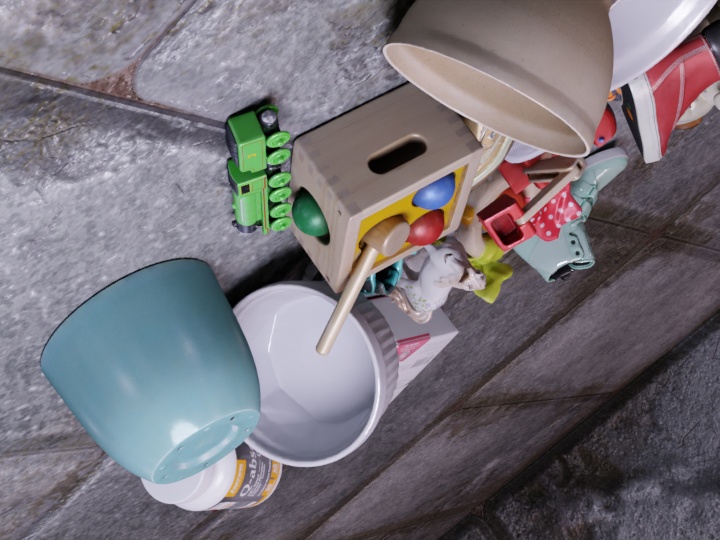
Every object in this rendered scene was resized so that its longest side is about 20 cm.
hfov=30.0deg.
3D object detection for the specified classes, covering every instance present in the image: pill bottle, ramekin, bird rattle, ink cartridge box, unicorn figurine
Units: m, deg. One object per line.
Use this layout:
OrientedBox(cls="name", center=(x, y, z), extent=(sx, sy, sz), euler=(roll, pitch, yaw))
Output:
OrientedBox(cls="pill bottle", center=(-0.191, 0.249, 1.722), extent=(0.116, 0.117, 0.200), euler=(-40, 160, 13))
OrientedBox(cls="ramekin", center=(-0.051, 0.105, 1.469), extent=(0.200, 0.200, 0.105), euler=(-44, 171, 23))
OrientedBox(cls="bird rattle", center=(0.184, -0.064, 1.662), extent=(0.200, 0.113, 0.163), euler=(-36, 144, -8))
OrientedBox(cls="ink cartridge box", center=(0.014, 0.123, 1.818), extent=(0.145, 0.085, 0.200), euler=(-9, 145, -51))
OrientedBox(cls="ramekin", center=(0.248, -0.269, 1.294), extent=(0.200, 0.098, 0.201), euler=(-30, 159, -13))
OrientedBox(cls="unicorn figurine", center=(0.087, -0.005, 1.565), extent=(0.074, 0.138, 0.200), euler=(-27, 158, -21))

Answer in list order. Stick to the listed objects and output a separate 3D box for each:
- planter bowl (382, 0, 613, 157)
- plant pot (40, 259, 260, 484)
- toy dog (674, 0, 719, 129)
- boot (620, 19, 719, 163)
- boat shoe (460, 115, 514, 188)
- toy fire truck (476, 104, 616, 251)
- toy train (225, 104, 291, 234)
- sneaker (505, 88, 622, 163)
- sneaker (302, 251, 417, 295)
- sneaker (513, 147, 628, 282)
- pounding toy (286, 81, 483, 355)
OrientedBox(cls="planter bowl", center=(0.138, -0.203, 1.162), extent=(0.135, 0.200, 0.200), euler=(-62, 159, -3))
OrientedBox(cls="plant pot", center=(-0.193, 0.114, 1.346), extent=(0.200, 0.161, 0.201), euler=(-31, 159, -13))
OrientedBox(cls="toy dog", center=(0.401, -0.254, 1.555), extent=(0.200, 0.139, 0.194), euler=(-42, -156, 18))
OrientedBox(cls="boot", center=(0.358, -0.194, 1.461), extent=(0.144, 0.073, 0.200), euler=(-24, 157, 4))
OrientedBox(cls="boat shoe", center=(0.129, -0.163, 1.404), extent=(0.200, 0.072, 0.076), euler=(-50, 144, 14))
OrientedBox(cls="toy fire truck", center=(0.214, -0.118, 1.525), extent=(0.200, 0.049, 0.141), euler=(-36, -155, 5))
OrientedBox(cls="toy train", center=(-0.095, -0.086, 1.238), extent=(0.056, 0.042, 0.200), euler=(-20, 157, -12))
OrientedBox(cls="sneaker", center=(0.241, -0.191, 1.487), extent=(0.200, 0.078, 0.112), euler=(-45, 157, 23))
OrientedBox(cls="sneaker", center=(0.000, 0.000, 1.505), extent=(0.077, 0.091, 0.200), euler=(-19, 155, -36))
OrientedBox(cls="sneaker", center=(0.301, -0.069, 1.799), extent=(0.200, 0.118, 0.074), euler=(-39, 158, 5))
OrientedBox(cls="pounding toy", center=(0.012, -0.052, 1.332), extent=(0.199, 0.142, 0.184), euler=(-29, 159, -19))
